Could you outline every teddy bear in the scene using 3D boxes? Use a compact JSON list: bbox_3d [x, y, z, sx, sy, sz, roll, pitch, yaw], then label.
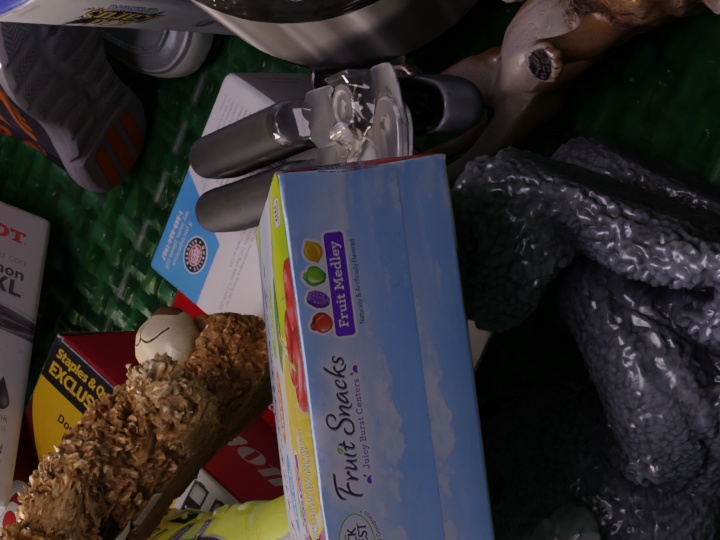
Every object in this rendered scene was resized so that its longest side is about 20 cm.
[{"bbox_3d":[-0.113,0.085,0.905,0.067,0.145,0.200,38,77,9],"label":"teddy bear"}]

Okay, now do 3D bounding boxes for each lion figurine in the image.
[{"bbox_3d":[0.087,-0.100,0.886,0.200,0.122,0.073,-32,86,49],"label":"lion figurine"}]

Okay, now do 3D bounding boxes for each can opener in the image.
[{"bbox_3d":[-0.012,-0.051,0.887,0.200,0.067,0.054,-12,84,64],"label":"can opener"}]

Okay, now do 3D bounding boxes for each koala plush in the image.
[{"bbox_3d":[0.115,0.068,0.827,0.183,0.177,0.201,24,104,21],"label":"koala plush"}]

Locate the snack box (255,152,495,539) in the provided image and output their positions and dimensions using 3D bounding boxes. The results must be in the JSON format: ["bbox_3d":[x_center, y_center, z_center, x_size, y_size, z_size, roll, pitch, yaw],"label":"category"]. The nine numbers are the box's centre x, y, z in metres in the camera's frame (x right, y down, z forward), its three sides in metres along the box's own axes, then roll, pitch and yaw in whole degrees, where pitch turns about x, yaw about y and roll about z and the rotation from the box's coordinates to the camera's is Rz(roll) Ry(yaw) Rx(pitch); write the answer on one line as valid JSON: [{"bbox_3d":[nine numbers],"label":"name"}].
[{"bbox_3d":[0.002,0.053,0.778,0.067,0.200,0.169,-7,84,-5],"label":"snack box"}]

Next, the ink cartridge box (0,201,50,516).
[{"bbox_3d":[-0.259,0.040,1.081,0.083,0.145,0.200,-45,33,41],"label":"ink cartridge box"}]

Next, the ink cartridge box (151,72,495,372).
[{"bbox_3d":[0.000,0.000,0.974,0.200,0.068,0.115,38,116,31],"label":"ink cartridge box"}]

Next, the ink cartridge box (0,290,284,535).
[{"bbox_3d":[-0.086,0.120,1.041,0.200,0.084,0.176,38,114,31],"label":"ink cartridge box"}]

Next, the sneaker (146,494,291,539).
[{"bbox_3d":[-0.074,0.138,0.936,0.200,0.075,0.077,-33,61,26],"label":"sneaker"}]

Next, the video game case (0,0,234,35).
[{"bbox_3d":[-0.123,-0.219,0.986,0.045,0.181,0.201,-18,81,39],"label":"video game case"}]

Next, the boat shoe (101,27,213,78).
[{"bbox_3d":[-0.163,-0.170,1.091,0.201,0.071,0.070,42,117,29],"label":"boat shoe"}]

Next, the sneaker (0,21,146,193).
[{"bbox_3d":[-0.192,-0.118,1.045,0.112,0.200,0.078,24,64,23],"label":"sneaker"}]

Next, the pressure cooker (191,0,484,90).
[{"bbox_3d":[-0.015,-0.183,0.901,0.179,0.200,0.176,38,92,11],"label":"pressure cooker"}]
